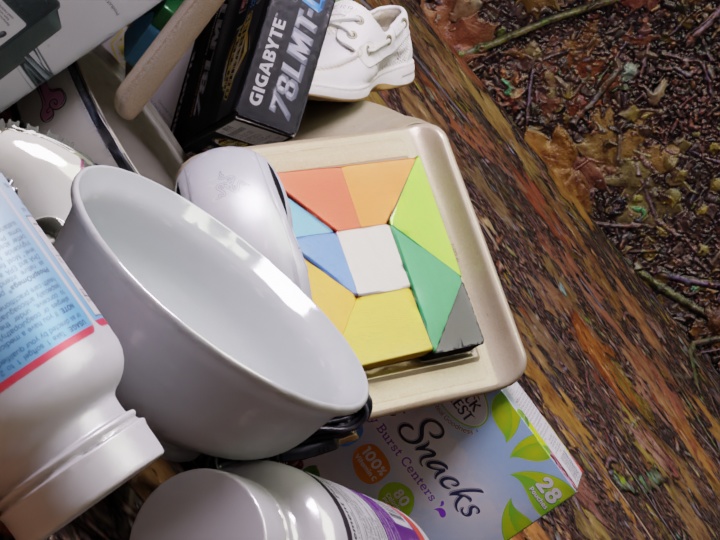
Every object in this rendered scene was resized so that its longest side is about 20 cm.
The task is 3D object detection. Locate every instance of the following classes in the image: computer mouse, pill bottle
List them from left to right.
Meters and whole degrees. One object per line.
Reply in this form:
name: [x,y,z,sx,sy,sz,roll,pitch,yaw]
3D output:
pill bottle: [-0.185,0.030,1.067,0.200,0.109,0.109,55,13,2]
computer mouse: [-0.066,0.018,1.312,0.044,0.110,0.200,95,-20,-77]
pill bottle: [-0.042,0.166,1.222,0.111,0.111,0.200,60,15,27]

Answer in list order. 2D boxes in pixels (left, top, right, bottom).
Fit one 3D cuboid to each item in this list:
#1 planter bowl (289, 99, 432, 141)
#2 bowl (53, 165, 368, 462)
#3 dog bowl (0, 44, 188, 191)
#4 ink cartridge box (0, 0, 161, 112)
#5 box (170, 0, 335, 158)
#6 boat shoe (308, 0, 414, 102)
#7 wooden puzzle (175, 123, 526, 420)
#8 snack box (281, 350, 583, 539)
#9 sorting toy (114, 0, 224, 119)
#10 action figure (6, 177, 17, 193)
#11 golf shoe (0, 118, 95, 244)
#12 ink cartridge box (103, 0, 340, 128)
planter bowl: [-0.048,-0.048,1.649,0.135,0.200,0.200,29,3,23]
bowl: [-0.099,0.040,1.206,0.201,0.090,0.201,36,14,-10]
dog bowl: [-0.160,-0.056,1.428,0.200,0.074,0.200,57,6,-10]
ink cartridge box: [-0.201,-0.178,1.356,0.083,0.200,0.147,52,13,-24]
box: [-0.067,-0.175,1.510,0.050,0.200,0.198,19,-10,-19]
boat shoe: [-0.017,-0.163,1.616,0.200,0.071,0.069,-29,125,-66]
wooden puzzle: [0.000,0.000,1.387,0.200,0.037,0.185,-11,76,-34]
snack box: [0.023,0.108,1.479,0.200,0.169,0.068,54,12,-2]
sorting toy: [-0.097,-0.198,1.391,0.036,0.185,0.200,35,17,-14]
action figure: [-0.227,-0.048,1.243,0.200,0.055,0.118,63,5,27]
golf shoe: [-0.166,-0.002,1.305,0.200,0.077,0.088,51,20,-12]
ink cartridge box: [-0.130,-0.195,1.644,0.146,0.200,0.048,52,15,-5]
